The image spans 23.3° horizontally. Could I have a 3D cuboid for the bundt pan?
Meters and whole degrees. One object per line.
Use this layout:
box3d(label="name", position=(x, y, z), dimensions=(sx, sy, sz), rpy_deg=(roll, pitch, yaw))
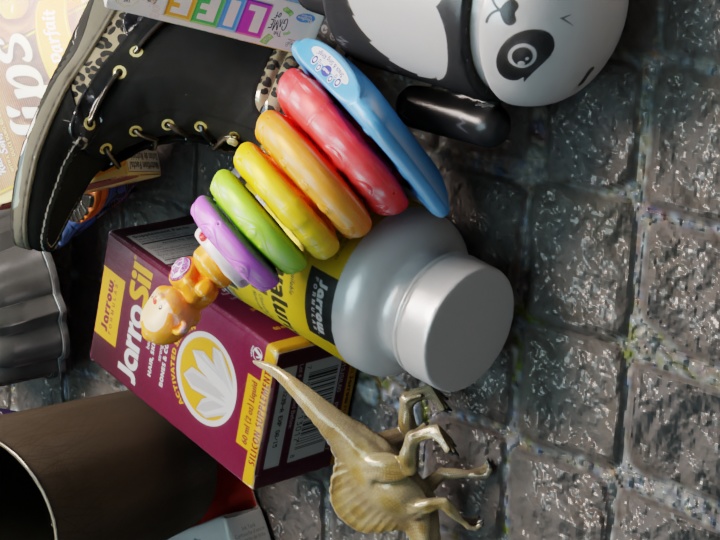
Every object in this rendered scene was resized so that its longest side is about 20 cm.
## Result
box3d(label="bundt pan", position=(-0.318, 0.008, 1.444), dimensions=(0.202, 0.075, 0.204), rpy_deg=(42, 144, 42))

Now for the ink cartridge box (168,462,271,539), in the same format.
box3d(label="ink cartridge box", position=(-0.147, 0.212, 1.370), dimensions=(0.199, 0.043, 0.175), rpy_deg=(-25, 81, 46))

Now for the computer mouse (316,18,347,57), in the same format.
box3d(label="computer mouse", position=(0.003, -0.217, 1.123), dimensions=(0.110, 0.044, 0.201), rpy_deg=(43, 121, 26))

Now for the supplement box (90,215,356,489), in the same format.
box3d(label="supplement box", position=(-0.100, 0.054, 1.254), dimensions=(0.199, 0.085, 0.111), rpy_deg=(32, 121, 38))

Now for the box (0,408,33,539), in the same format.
box3d(label="box", position=(-0.257, 0.203, 1.368), dimensions=(0.079, 0.140, 0.201), rpy_deg=(-55, 40, 22))

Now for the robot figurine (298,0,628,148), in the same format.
box3d(label="robot figurine", position=(0.056, -0.166, 1.002), dimensions=(0.199, 0.125, 0.151), rpy_deg=(20, 155, 32))

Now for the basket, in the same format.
box3d(label="basket", position=(-0.206, 0.157, 1.245), dimensions=(0.179, 0.199, 0.138), rpy_deg=(-1, 98, 38))

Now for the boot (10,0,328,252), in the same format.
box3d(label="boot", position=(-0.122, -0.087, 1.104), dimensions=(0.152, 0.073, 0.205), rpy_deg=(22, 83, 2))

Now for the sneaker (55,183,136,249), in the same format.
box3d(label="sneaker", position=(-0.213, -0.067, 1.364), dimensions=(0.200, 0.078, 0.076), rpy_deg=(-9, 105, 64))

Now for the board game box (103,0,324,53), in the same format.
box3d(label="board game box", position=(-0.107, -0.217, 1.116), dimensions=(0.034, 0.133, 0.201), rpy_deg=(-63, 28, 31))

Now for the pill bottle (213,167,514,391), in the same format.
box3d(label="pill bottle", position=(0.000, 0.000, 1.118), dimensions=(0.199, 0.111, 0.113), rpy_deg=(27, 117, 40))

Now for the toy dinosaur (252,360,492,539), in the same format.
box3d(label="toy dinosaur", position=(0.017, 0.123, 1.126), dimensions=(0.101, 0.058, 0.201), rpy_deg=(-36, 99, 18))

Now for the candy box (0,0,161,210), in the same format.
box3d(label="candy box", position=(-0.213, -0.151, 1.187), dimensions=(0.114, 0.055, 0.202), rpy_deg=(-11, 90, 22))

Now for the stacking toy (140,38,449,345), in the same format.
box3d(label="stacking toy", position=(-0.058, -0.030, 1.036), dimensions=(0.200, 0.110, 0.116), rpy_deg=(-42, 42, 1))
